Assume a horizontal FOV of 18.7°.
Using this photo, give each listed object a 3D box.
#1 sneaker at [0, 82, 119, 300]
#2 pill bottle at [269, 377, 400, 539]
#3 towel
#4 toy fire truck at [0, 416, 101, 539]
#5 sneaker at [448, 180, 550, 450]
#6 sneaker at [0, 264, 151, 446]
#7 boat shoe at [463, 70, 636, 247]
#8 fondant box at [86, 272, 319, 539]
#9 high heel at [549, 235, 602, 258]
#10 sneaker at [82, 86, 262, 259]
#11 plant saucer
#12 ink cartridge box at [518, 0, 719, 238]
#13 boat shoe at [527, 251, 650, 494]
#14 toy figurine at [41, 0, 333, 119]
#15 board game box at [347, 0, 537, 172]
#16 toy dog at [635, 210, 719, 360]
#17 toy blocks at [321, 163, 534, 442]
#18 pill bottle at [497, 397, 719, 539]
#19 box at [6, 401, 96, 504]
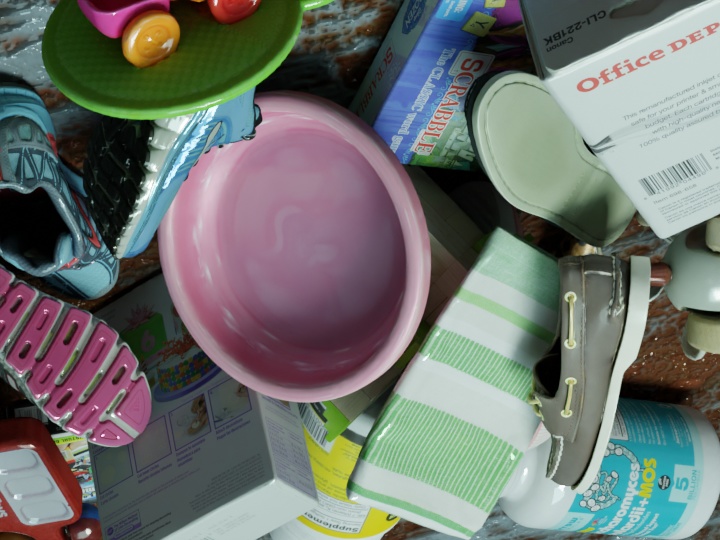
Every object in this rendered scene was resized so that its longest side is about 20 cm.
[{"bbox_3d":[-0.209,-0.026,1.395,0.079,0.096,0.200,-18,144,8],"label":"sneaker"},{"bbox_3d":[-0.005,0.130,1.626,0.114,0.115,0.200,1,141,-18],"label":"pill bottle"},{"bbox_3d":[0.081,0.079,1.435,0.152,0.023,0.200,25,100,-49],"label":"towel"},{"bbox_3d":[-0.283,0.183,1.617,0.167,0.112,0.200,-9,141,9],"label":"toy fire truck"},{"bbox_3d":[0.103,0.036,1.542,0.075,0.201,0.104,3,-174,43],"label":"sneaker"},{"bbox_3d":[-0.226,0.045,1.465,0.200,0.074,0.087,37,170,-17],"label":"sneaker"},{"bbox_3d":[0.107,-0.078,1.378,0.199,0.066,0.075,28,96,-52],"label":"boat shoe"},{"bbox_3d":[-0.117,0.098,1.500,0.144,0.200,0.058,-30,144,22],"label":"fondant box"},{"bbox_3d":[0.102,0.038,1.600,0.142,0.072,0.200,-5,147,-9],"label":"high heel"},{"bbox_3d":[-0.102,-0.084,1.345,0.090,0.078,0.200,9,126,-37],"label":"sneaker"},{"bbox_3d":[-0.037,-0.018,1.407,0.200,0.201,0.051,-40,170,33],"label":"plant saucer"},{"bbox_3d":[0.202,-0.124,1.328,0.144,0.084,0.200,-25,144,16],"label":"ink cartridge box"},{"bbox_3d":[0.141,0.067,1.421,0.059,0.072,0.200,8,134,-2],"label":"boat shoe"},{"bbox_3d":[-0.096,-0.209,1.177,0.200,0.150,0.184,-28,137,-17],"label":"toy figurine"},{"bbox_3d":[0.117,-0.139,1.389,0.199,0.041,0.200,4,141,-22],"label":"board game box"},{"bbox_3d":[0.212,-0.010,1.473,0.096,0.132,0.200,5,176,-7],"label":"toy dog"},{"bbox_3d":[0.000,0.000,1.467,0.200,0.137,0.100,-47,175,33],"label":"toy blocks"},{"bbox_3d":[0.180,0.154,1.743,0.199,0.111,0.111,7,140,-25],"label":"pill bottle"},{"bbox_3d":[-0.161,0.128,1.668,0.199,0.035,0.110,-10,144,-4],"label":"box"}]
